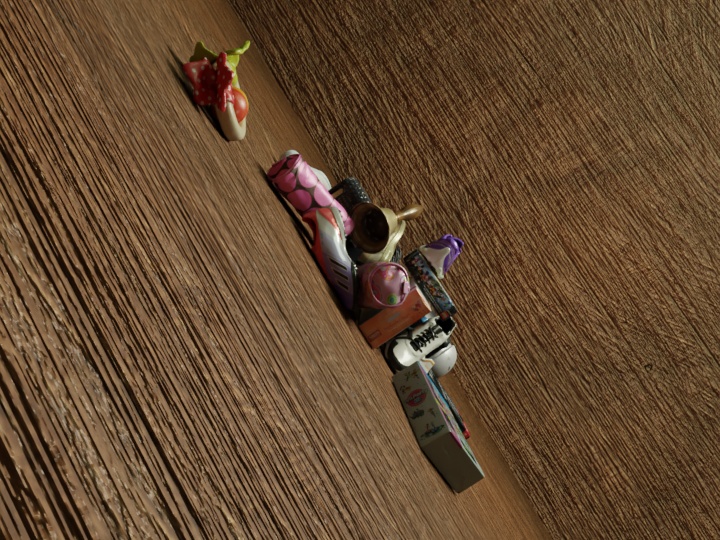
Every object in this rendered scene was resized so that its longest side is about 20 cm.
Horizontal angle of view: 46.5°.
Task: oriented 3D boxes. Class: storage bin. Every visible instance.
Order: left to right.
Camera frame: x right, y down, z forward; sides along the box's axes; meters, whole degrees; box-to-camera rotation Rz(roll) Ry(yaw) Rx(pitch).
[{"bbox_3d":[-0.020,-0.098,1.878,0.094,0.134,0.200,60,5,31],"label":"storage bin"}]

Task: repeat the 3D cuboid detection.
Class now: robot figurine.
[{"bbox_3d":[0.151,0.167,2.038,0.201,0.124,0.150,58,12,5],"label":"robot figurine"}]

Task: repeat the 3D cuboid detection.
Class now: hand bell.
[{"bbox_3d":[0.073,-0.108,1.730,0.199,0.104,0.105,-23,78,-50],"label":"hand bell"}]

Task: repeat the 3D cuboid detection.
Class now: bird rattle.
[{"bbox_3d":[-0.213,-0.290,1.359,0.201,0.111,0.165,-110,-176,-56],"label":"bird rattle"}]

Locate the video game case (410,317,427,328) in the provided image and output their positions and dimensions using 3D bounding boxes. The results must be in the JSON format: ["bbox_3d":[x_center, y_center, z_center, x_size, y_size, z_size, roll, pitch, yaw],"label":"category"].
[{"bbox_3d":[0.064,0.064,1.888,0.201,0.018,0.143,55,-32,13],"label":"video game case"}]

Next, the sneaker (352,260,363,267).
[{"bbox_3d":[0.000,0.000,1.774,0.078,0.085,0.200,59,5,13],"label":"sneaker"}]

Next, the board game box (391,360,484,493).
[{"bbox_3d":[0.139,0.283,1.529,0.148,0.064,0.201,55,4,-33],"label":"board game box"}]

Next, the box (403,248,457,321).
[{"bbox_3d":[0.140,0.026,1.713,0.137,0.037,0.200,57,4,-2],"label":"box"}]

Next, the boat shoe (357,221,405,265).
[{"bbox_3d":[0.045,-0.068,1.771,0.064,0.071,0.201,34,32,-7],"label":"boat shoe"}]

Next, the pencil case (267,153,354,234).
[{"bbox_3d":[-0.099,-0.137,1.616,0.201,0.090,0.094,53,0,-35],"label":"pencil case"}]

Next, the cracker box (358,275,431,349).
[{"bbox_3d":[0.067,0.080,1.655,0.058,0.133,0.200,56,5,-4],"label":"cracker box"}]

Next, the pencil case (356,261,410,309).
[{"bbox_3d":[0.030,0.030,1.558,0.088,0.087,0.200,57,-13,-4],"label":"pencil case"}]

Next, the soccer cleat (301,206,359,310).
[{"bbox_3d":[-0.054,-0.019,1.546,0.068,0.072,0.203,131,-53,-65],"label":"soccer cleat"}]

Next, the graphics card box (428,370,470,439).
[{"bbox_3d":[0.173,0.291,1.920,0.201,0.051,0.126,57,5,-26],"label":"graphics card box"}]

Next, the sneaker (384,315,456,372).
[{"bbox_3d":[0.123,0.142,1.722,0.074,0.080,0.199,52,43,5],"label":"sneaker"}]

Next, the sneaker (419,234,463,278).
[{"bbox_3d":[0.173,-0.033,1.705,0.081,0.083,0.200,55,3,-1],"label":"sneaker"}]

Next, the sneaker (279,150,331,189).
[{"bbox_3d":[-0.125,-0.201,1.943,0.200,0.073,0.071,35,31,-56],"label":"sneaker"}]

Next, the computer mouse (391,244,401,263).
[{"bbox_3d":[0.003,-0.020,2.048,0.198,0.142,0.046,20,-19,-27],"label":"computer mouse"}]

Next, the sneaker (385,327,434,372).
[{"bbox_3d":[0.094,0.153,1.830,0.201,0.079,0.078,59,5,32],"label":"sneaker"}]
